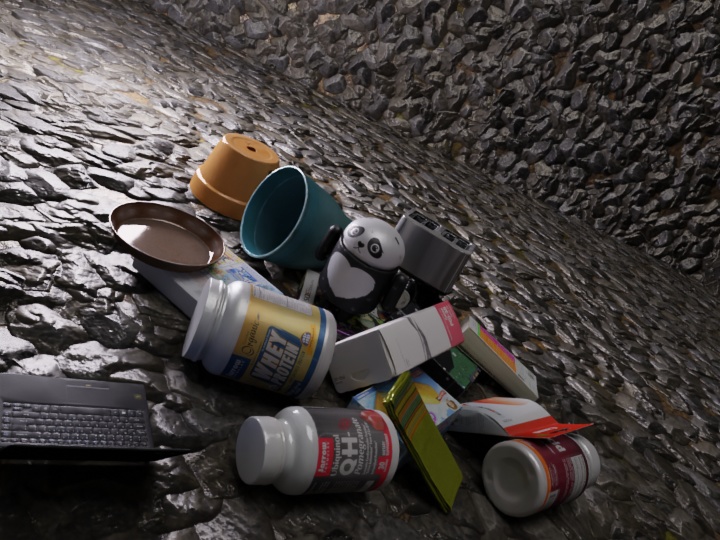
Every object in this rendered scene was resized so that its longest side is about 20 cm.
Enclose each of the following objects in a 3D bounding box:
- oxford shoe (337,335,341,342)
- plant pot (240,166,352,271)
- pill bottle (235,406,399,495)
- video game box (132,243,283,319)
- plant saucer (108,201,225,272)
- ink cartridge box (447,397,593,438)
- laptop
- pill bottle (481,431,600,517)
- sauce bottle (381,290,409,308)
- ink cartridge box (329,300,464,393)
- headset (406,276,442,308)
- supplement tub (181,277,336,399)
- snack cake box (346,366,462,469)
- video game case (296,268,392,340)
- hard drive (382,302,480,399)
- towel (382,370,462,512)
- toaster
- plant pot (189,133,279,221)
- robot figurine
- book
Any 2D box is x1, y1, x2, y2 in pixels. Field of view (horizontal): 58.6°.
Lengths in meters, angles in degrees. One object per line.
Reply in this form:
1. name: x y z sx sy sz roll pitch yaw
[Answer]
1. oxford shoe: -0.128 0.093 1.107 0.200 0.073 0.084 28 18 -32
2. plant pot: -0.116 -0.086 1.344 0.188 0.200 0.200 28 18 -42
3. pill bottle: -0.057 0.236 0.843 0.200 0.111 0.111 11 29 -35
4. video game box: -0.265 0.018 1.130 0.200 0.047 0.182 37 28 20
5. plant saucer: -0.334 -0.054 1.106 0.200 0.035 0.200 22 24 -10
6. ink cartridge box: 0.271 0.251 1.106 0.162 0.200 0.050 3 79 -45
7. laptop: -0.308 0.160 0.727 0.177 0.103 0.200 13 28 -33
8. pill bottle: 0.301 0.326 1.050 0.200 0.114 0.114 5 33 -43
9. sauce bottle: 0.054 0.035 1.360 0.066 0.066 0.200 20 9 -20
10. ink cartridge box: 0.058 0.128 1.091 0.200 0.146 0.083 -15 83 -48
11. headset: 0.120 0.062 1.463 0.123 0.094 0.200 -1 52 -55
12. supplement tub: -0.151 0.101 0.966 0.200 0.145 0.145 20 25 -18
13. snack cake box: 0.068 0.235 1.036 0.115 0.067 0.200 38 26 22
14. video game case: -0.032 0.087 1.259 0.200 0.036 0.181 25 25 -9
15. hard drive: 0.141 0.156 1.266 0.200 0.038 0.140 44 22 11
16. towel: 0.098 0.251 0.947 0.200 0.018 0.086 62 35 -12
17. toaster: 0.149 -0.042 1.438 0.181 0.119 0.200 31 18 8
18. plant pot: -0.276 -0.222 1.481 0.200 0.140 0.200 23 25 -12
19. robot figurine: -0.002 0.000 1.173 0.150 0.200 0.125 19 28 -21
20. book: 0.290 0.184 1.354 0.200 0.048 0.134 43 17 3
